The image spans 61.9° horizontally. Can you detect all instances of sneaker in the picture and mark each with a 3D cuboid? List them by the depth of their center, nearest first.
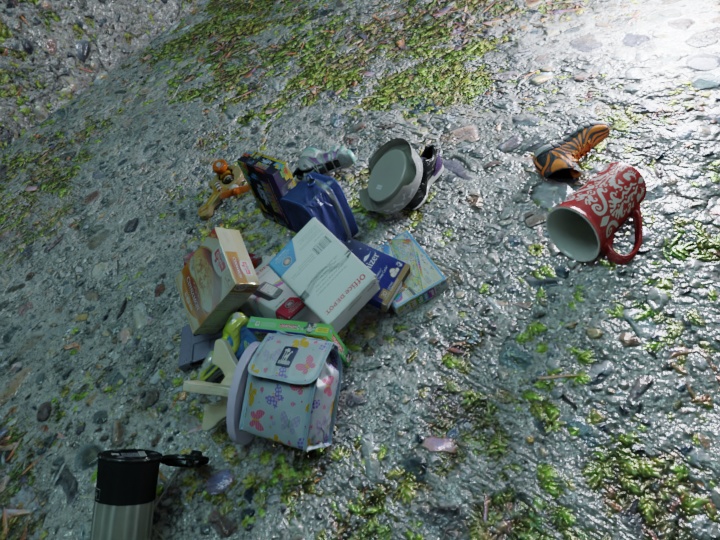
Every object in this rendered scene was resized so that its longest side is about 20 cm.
[{"bbox_3d":[-0.289,0.200,1.348,0.202,0.104,0.076,-58,12,7],"label":"sneaker"},{"bbox_3d":[0.527,-0.276,1.454,0.197,0.078,0.113,-28,46,12],"label":"sneaker"},{"bbox_3d":[0.149,-0.248,1.571,0.074,0.088,0.202,11,54,31],"label":"sneaker"},{"bbox_3d":[-0.114,-0.289,1.742,0.197,0.078,0.141,3,51,38],"label":"sneaker"}]

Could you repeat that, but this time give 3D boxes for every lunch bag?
[{"bbox_3d":[-0.134,0.227,1.169,0.166,0.127,0.205,8,83,28],"label":"lunch bag"},{"bbox_3d":[-0.098,-0.150,1.506,0.132,0.202,0.135,-42,41,-23],"label":"lunch bag"}]

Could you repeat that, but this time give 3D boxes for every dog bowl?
[{"bbox_3d":[0.081,-0.238,1.555,0.199,0.058,0.204,-31,47,40],"label":"dog bowl"}]

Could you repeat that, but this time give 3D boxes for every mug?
[{"bbox_3d":[0.520,-0.115,1.285,0.199,0.179,0.133,-39,9,-22],"label":"mug"}]

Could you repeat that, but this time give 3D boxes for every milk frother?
[{"bbox_3d":[-0.397,0.440,1.134,0.195,0.180,0.193,6,83,-9],"label":"milk frother"}]

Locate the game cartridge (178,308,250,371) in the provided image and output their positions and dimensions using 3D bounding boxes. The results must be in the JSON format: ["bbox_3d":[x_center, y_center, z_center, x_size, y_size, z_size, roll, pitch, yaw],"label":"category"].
[{"bbox_3d":[-0.341,0.155,1.444,0.196,0.039,0.131,-19,48,6],"label":"game cartridge"}]

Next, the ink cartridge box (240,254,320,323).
[{"bbox_3d":[-0.177,0.061,1.402,0.197,0.087,0.147,24,51,33],"label":"ink cartridge box"}]

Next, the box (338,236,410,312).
[{"bbox_3d":[0.000,0.000,1.352,0.197,0.033,0.122,24,60,19],"label":"box"}]

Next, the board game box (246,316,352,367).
[{"bbox_3d":[-0.129,0.152,1.278,0.196,0.135,0.030,3,57,26],"label":"board game box"}]

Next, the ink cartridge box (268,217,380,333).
[{"bbox_3d":[-0.076,0.012,1.284,0.145,0.084,0.200,-44,68,-8],"label":"ink cartridge box"}]

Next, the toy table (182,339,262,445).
[{"bbox_3d":[-0.262,0.242,1.234,0.115,0.184,0.204,8,75,25],"label":"toy table"}]

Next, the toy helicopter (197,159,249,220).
[{"bbox_3d":[-0.424,-0.237,1.839,0.130,0.079,0.202,22,70,27],"label":"toy helicopter"}]

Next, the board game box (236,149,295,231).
[{"bbox_3d":[-0.233,-0.213,1.623,0.164,0.202,0.057,27,60,40],"label":"board game box"}]

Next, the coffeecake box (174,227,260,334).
[{"bbox_3d":[-0.333,0.026,1.380,0.200,0.072,0.156,-43,61,32],"label":"coffeecake box"}]

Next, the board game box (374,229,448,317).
[{"bbox_3d":[0.100,0.003,1.394,0.133,0.035,0.201,-28,44,-4],"label":"board game box"}]

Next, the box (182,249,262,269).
[{"bbox_3d":[-0.343,0.010,1.514,0.196,0.102,0.095,12,29,31],"label":"box"}]
